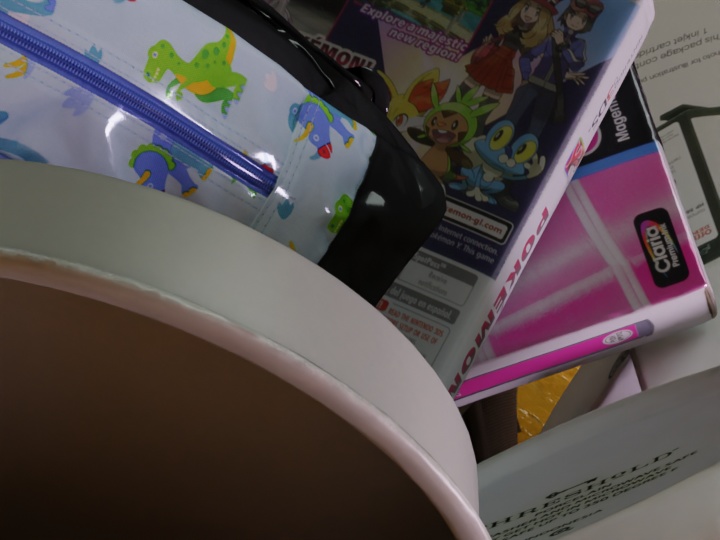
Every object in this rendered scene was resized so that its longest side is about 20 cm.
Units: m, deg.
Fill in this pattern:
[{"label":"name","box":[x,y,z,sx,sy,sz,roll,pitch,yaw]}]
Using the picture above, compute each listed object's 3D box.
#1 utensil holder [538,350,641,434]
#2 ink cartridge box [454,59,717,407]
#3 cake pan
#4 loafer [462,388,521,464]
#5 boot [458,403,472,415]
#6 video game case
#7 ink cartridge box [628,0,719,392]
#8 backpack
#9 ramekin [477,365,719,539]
[{"label":"utensil holder","box":[0.186,0.082,1.114,0.200,0.170,0.170,34,15,0]},{"label":"ink cartridge box","box":[0.000,0.000,0.841,0.037,0.199,0.095,55,16,-67]},{"label":"cake pan","box":[-0.061,0.046,0.611,0.200,0.200,0.037,32,51,-19]},{"label":"loafer","box":[0.019,0.019,0.998,0.068,0.075,0.201,46,40,-64]},{"label":"boot","box":[-0.017,-0.009,0.934,0.072,0.155,0.200,20,24,-49]},{"label":"video game case","box":[-0.039,-0.040,0.834,0.199,0.183,0.023,23,-16,21]},{"label":"ink cartridge box","box":[0.133,0.013,0.923,0.146,0.084,0.201,62,11,-46]},{"label":"backpack","box":[-0.104,-0.051,0.711,0.163,0.154,0.200,29,-14,45]},{"label":"ramekin","box":[0.073,0.094,0.717,0.095,0.202,0.202,65,15,-5]}]
